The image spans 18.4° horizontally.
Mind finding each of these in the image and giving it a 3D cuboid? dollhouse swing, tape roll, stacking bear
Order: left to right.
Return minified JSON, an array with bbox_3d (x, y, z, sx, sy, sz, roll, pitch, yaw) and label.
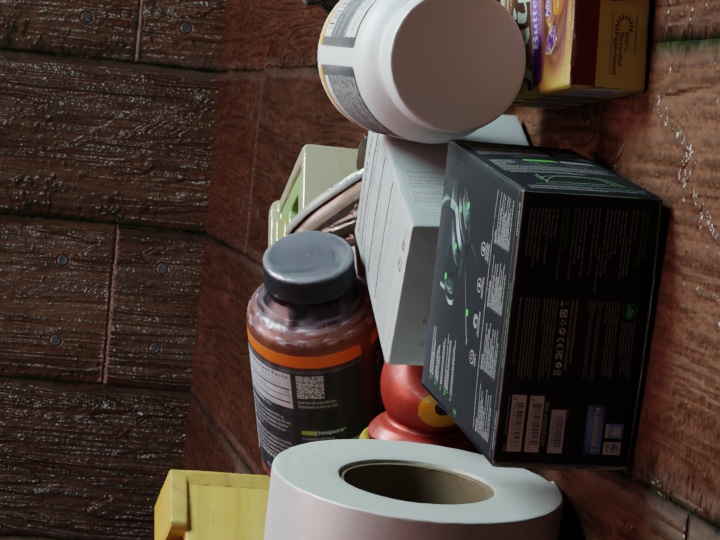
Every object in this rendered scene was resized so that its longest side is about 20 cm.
[{"bbox_3d":[-0.093,0.294,2.129,0.182,0.198,0.177,118,154,-64],"label":"dollhouse swing"},{"bbox_3d":[0.031,0.207,1.505,0.203,0.201,0.140,-133,50,-76],"label":"tape roll"},{"bbox_3d":[0.042,0.147,1.647,0.114,0.121,0.201,-108,26,-74],"label":"stacking bear"}]

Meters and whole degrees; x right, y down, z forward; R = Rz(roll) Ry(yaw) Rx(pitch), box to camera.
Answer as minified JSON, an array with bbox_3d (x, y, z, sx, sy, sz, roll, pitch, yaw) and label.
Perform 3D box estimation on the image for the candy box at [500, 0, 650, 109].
[{"bbox_3d":[0.140,-0.172,1.497,0.200,0.056,0.118,180,94,-81],"label":"candy box"}]

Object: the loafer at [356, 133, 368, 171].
[{"bbox_3d":[0.033,-0.084,1.904,0.200,0.071,0.074,-91,-11,-78],"label":"loafer"}]

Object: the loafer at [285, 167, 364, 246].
[{"bbox_3d":[0.027,-0.059,1.775,0.063,0.200,0.072,61,-154,10],"label":"loafer"}]

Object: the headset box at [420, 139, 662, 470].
[{"bbox_3d":[0.109,0.017,1.435,0.200,0.092,0.175,-137,52,-73],"label":"headset box"}]

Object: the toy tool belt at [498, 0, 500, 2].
[{"bbox_3d":[0.061,-0.247,1.685,0.125,0.122,0.201,-105,34,-57],"label":"toy tool belt"}]

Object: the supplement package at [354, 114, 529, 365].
[{"bbox_3d":[0.069,-0.026,1.639,0.200,0.116,0.118,-103,19,-60],"label":"supplement package"}]

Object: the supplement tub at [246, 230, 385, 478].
[{"bbox_3d":[-0.033,0.071,1.732,0.107,0.106,0.201,-101,6,-56],"label":"supplement tub"}]

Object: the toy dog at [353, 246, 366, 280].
[{"bbox_3d":[0.000,0.000,1.877,0.132,0.096,0.200,-55,0,10],"label":"toy dog"}]

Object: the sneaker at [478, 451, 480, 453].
[{"bbox_3d":[0.070,0.098,1.733,0.092,0.075,0.202,-142,50,-68],"label":"sneaker"}]

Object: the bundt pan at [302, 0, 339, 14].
[{"bbox_3d":[-0.005,-0.339,2.045,0.075,0.201,0.203,-13,69,44],"label":"bundt pan"}]

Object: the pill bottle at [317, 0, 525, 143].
[{"bbox_3d":[0.043,-0.147,1.543,0.200,0.116,0.117,-152,68,-76],"label":"pill bottle"}]

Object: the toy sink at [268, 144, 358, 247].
[{"bbox_3d":[-0.029,-0.019,2.170,0.200,0.111,0.131,119,155,-65],"label":"toy sink"}]
